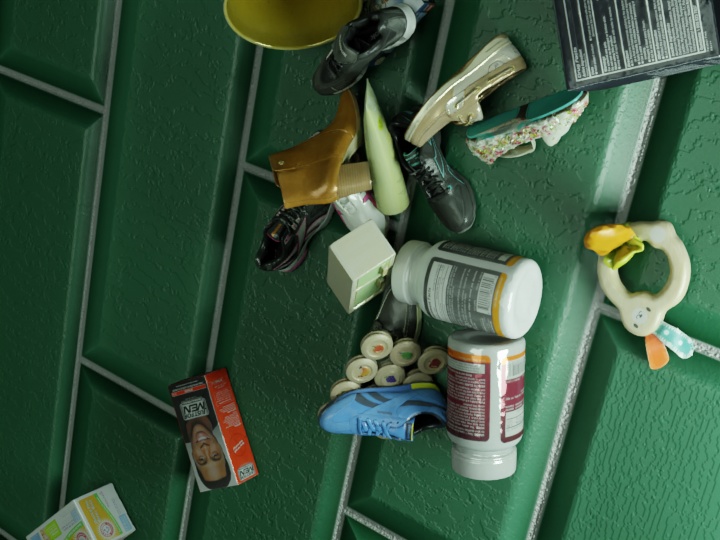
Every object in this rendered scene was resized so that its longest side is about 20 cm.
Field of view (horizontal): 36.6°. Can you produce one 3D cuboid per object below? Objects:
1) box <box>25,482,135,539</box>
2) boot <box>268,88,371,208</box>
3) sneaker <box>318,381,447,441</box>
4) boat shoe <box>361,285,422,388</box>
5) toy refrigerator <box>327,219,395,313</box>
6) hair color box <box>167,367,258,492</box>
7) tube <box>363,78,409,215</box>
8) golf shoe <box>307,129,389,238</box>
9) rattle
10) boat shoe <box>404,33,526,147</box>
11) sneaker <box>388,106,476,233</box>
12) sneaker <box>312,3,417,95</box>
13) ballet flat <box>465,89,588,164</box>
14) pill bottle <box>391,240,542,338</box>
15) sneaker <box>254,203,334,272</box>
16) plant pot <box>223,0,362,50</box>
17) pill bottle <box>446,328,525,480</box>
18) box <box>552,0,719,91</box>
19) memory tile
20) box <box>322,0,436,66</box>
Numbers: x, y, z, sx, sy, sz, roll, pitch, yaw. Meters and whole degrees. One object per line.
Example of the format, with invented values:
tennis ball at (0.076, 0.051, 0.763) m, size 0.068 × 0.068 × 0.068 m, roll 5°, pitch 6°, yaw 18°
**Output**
box at (-0.560, 0.526, 2.181) m, size 0.200 × 0.101 × 0.113 m, roll -39°, pitch 77°, yaw 34°
boot at (-0.065, -0.183, 1.606) m, size 0.143 × 0.071 × 0.203 m, roll -8°, pitch 55°, yaw 0°
sneaker at (0.036, 0.223, 1.652) m, size 0.079 × 0.198 × 0.066 m, roll -104°, pitch 7°, yaw -48°
boat shoe at (0.043, 0.117, 1.695) m, size 0.071 × 0.066 × 0.203 m, roll 24°, pitch 113°, yaw 28°
toy refrigerator at (0.000, 0.000, 1.622) m, size 0.070 × 0.076 × 0.200 m, roll 55°, pitch 169°, yaw 12°
hair color box at (-0.264, 0.285, 1.948) m, size 0.101 × 0.061 × 0.202 m, roll -18°, pitch 90°, yaw 35°
tube at (0.030, -0.175, 1.599) m, size 0.058 × 0.052 × 0.201 m, roll 29°, pitch 145°, yaw 45°
golf shoe at (-0.026, -0.122, 1.679) m, size 0.072 × 0.092 × 0.201 m, roll -30°, pitch 84°, yaw 35°
rattle at (0.364, 0.037, 1.415) m, size 0.129 × 0.143 × 0.202 m, roll -4°, pitch 92°, yaw 17°
boat shoe at (0.148, -0.238, 1.519) m, size 0.200 × 0.074 × 0.069 m, roll -44°, pitch 84°, yaw 11°
sneaker at (0.098, -0.142, 1.595) m, size 0.075 × 0.079 × 0.201 m, roll -31°, pitch 83°, yaw 35°
sneaker at (-0.014, -0.320, 1.580) m, size 0.199 × 0.090 × 0.067 m, roll -32°, pitch 81°, yaw 36°
ballet flat at (0.237, -0.197, 1.504) m, size 0.199 × 0.076 × 0.064 m, roll -15°, pitch 122°, yaw 40°
pill bottle at (0.151, 0.021, 1.569) m, size 0.199 × 0.116 × 0.118 m, roll 14°, pitch 108°, yaw 33°
sneaker at (-0.108, -0.074, 1.748) m, size 0.080 × 0.086 × 0.201 m, roll 34°, pitch 117°, yaw 23°
plant pot at (-0.100, -0.436, 1.576) m, size 0.199 × 0.199 × 0.143 m, roll -24°, pitch 60°, yaw 36°
pill bottle at (0.181, 0.192, 1.585) m, size 0.113 × 0.114 × 0.202 m, roll 8°, pitch 104°, yaw 33°
box at (0.350, -0.340, 1.348) m, size 0.197 × 0.123 × 0.202 m, roll -7°, pitch 94°, yaw 34°
memory tile at (0.034, 0.181, 1.678) m, size 0.201 × 0.152 × 0.017 m, roll -59°, pitch 28°, yaw 29°
box at (0.005, -0.426, 1.624) m, size 0.136 × 0.038 × 0.201 m, roll -42°, pitch 76°, yaw 34°
